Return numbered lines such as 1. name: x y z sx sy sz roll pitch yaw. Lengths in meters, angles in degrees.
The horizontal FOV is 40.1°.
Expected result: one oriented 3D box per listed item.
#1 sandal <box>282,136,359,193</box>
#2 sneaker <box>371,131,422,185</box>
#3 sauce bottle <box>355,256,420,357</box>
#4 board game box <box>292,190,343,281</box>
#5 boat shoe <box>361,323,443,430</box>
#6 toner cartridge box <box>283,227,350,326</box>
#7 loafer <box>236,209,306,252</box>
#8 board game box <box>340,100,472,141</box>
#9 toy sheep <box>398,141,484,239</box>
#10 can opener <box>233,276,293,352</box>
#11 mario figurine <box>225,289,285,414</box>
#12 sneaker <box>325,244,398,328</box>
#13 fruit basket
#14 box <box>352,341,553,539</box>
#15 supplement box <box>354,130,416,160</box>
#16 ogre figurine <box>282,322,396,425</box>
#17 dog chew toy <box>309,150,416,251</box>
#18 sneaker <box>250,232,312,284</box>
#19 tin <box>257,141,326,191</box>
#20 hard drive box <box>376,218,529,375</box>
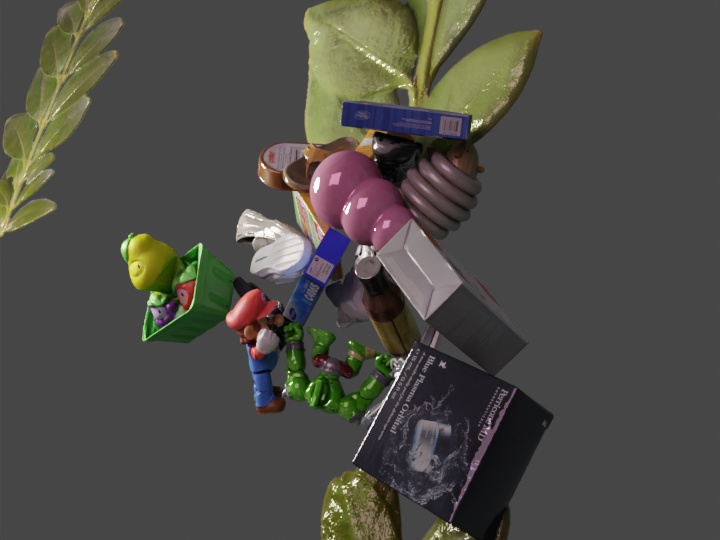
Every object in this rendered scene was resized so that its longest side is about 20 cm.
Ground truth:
1. sandal: -0.066 -0.196 1.710 0.079 0.055 0.199 28 43 23
2. sneaker: 0.059 -0.178 1.612 0.074 0.200 0.081 21 98 14
3. sauce bottle: 0.041 0.053 1.479 0.065 0.201 0.067 -9 50 12
4. board game box: -0.080 -0.079 1.745 0.029 0.097 0.201 -17 44 -12
5. boat shoe: 0.065 0.158 1.479 0.061 0.073 0.203 25 85 15
6. toner cartridge box: -0.074 0.014 1.620 0.096 0.043 0.200 -60 1 -26
7. loafer: -0.165 -0.058 1.826 0.199 0.069 0.071 21 84 52
8. board game box: 0.080 -0.242 1.589 0.195 0.199 0.044 8 101 7
9. toy sheep: 0.121 -0.119 1.578 0.202 0.136 0.138 -57 42 17
10. can opener: -0.179 0.064 1.760 0.079 0.063 0.200 -49 44 4
11. mario figurine: -0.148 0.127 1.616 0.122 0.204 0.105 10 26 44
12. sneaker: 0.000 0.000 1.639 0.113 0.075 0.204 -22 55 26
13. fruit basket: -0.354 0.028 1.807 0.212 0.215 0.158 -16 54 31
14. box: 0.126 0.233 1.361 0.198 0.117 0.199 21 79 44
15. supplement box: 0.012 -0.170 1.706 0.068 0.067 0.202 3 52 50
16. ogre figurine: -0.046 0.164 1.556 0.196 0.098 0.122 21 80 1
17. dog chew toy: 0.011 -0.097 1.536 0.200 0.124 0.125 42 93 27
18. sneaker: -0.122 -0.018 1.722 0.199 0.070 0.075 -8 64 61
19. tin: -0.086 -0.186 1.769 0.195 0.043 0.113 3 35 -3
20. hard drive box: 0.133 0.040 1.413 0.077 0.199 0.157 -43 45 8
